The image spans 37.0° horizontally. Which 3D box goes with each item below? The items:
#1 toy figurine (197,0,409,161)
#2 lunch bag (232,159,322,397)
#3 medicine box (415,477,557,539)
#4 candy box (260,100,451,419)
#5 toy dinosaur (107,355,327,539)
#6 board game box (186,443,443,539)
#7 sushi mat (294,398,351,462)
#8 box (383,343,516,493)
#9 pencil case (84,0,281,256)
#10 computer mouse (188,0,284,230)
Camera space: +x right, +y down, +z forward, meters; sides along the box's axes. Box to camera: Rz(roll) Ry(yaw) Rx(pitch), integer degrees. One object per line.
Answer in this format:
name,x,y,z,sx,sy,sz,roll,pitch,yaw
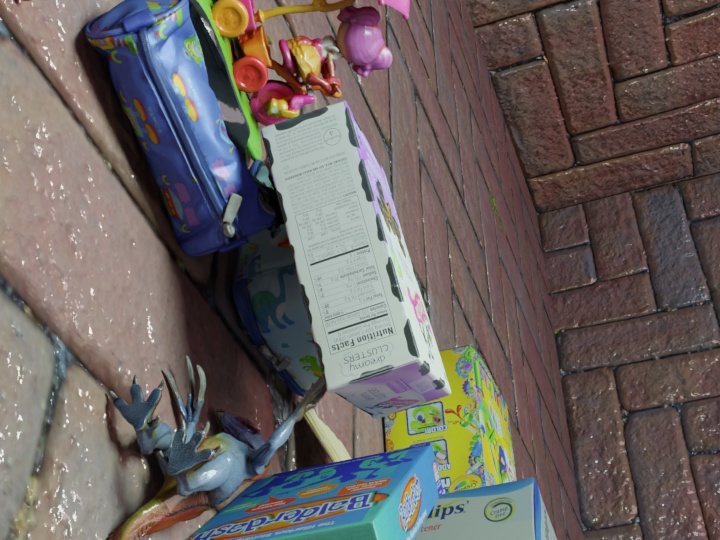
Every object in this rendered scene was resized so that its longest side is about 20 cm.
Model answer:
toy figurine,-0.040,-0.212,0.974,0.151,0.182,0.201,-99,173,-56
lunch bag,-0.050,0.004,0.992,0.161,0.082,0.201,58,24,-48
medicine box,0.126,0.338,1.164,0.103,0.181,0.201,-84,155,-52
candy box,0.000,0.000,0.824,0.168,0.071,0.202,51,22,-72
toy dinosaur,-0.112,0.132,0.747,0.201,0.104,0.182,-59,157,-19
board game box,-0.032,0.182,0.778,0.200,0.151,0.045,-23,99,-75
sushi mat,0.004,0.203,0.968,0.200,0.012,0.096,52,-3,44
box,0.116,0.229,1.334,0.200,0.121,0.194,56,26,-54
pencil case,-0.129,-0.103,0.795,0.201,0.078,0.087,69,-10,-24
computer mouse,-0.112,-0.118,0.864,0.140,0.046,0.201,43,-23,49
